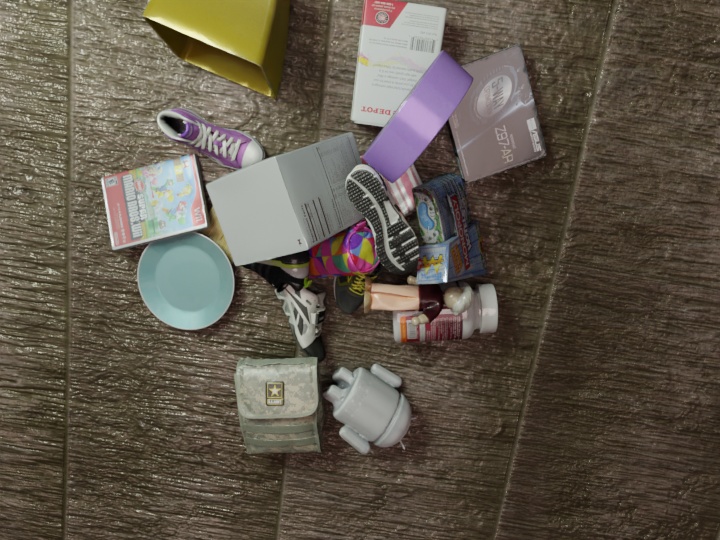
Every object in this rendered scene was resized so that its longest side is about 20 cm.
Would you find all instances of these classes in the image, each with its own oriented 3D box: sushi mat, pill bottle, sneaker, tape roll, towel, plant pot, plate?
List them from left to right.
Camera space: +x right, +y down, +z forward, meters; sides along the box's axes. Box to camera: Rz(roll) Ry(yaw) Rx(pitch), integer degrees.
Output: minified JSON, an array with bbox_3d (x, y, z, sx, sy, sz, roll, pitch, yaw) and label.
[{"bbox_3d":[-0.344,0.018,1.097,0.194,0.026,0.206,1,103,2],"label":"plate"},{"bbox_3d":[-0.275,-0.234,1.005,0.196,0.114,0.074,21,102,-4],"label":"sneaker"},{"bbox_3d":[-0.282,-0.058,1.096,0.095,0.012,0.202,35,102,-7],"label":"sushi mat"},{"bbox_3d":[-0.213,-0.434,0.923,0.196,0.200,0.180,21,92,-3],"label":"plant pot"},{"bbox_3d":[-0.170,0.001,1.033,0.197,0.071,0.085,7,108,41],"label":"sneaker"},{"bbox_3d":[-0.099,0.084,1.090,0.087,0.074,0.204,-22,102,9],"label":"sneaker"},{"bbox_3d":[0.000,0.000,1.049,0.073,0.085,0.204,14,113,-15],"label":"sneaker"},{"bbox_3d":[0.021,-0.146,1.056,0.197,0.030,0.148,-29,101,8],"label":"towel"},{"bbox_3d":[0.042,-0.087,0.903,0.072,0.080,0.203,-21,114,13],"label":"sneaker"},{"bbox_3d":[0.087,-0.237,0.859,0.065,0.200,0.201,36,102,-7],"label":"tape roll"},{"bbox_3d":[0.158,0.078,1.061,0.194,0.110,0.113,-3,103,3],"label":"pill bottle"}]

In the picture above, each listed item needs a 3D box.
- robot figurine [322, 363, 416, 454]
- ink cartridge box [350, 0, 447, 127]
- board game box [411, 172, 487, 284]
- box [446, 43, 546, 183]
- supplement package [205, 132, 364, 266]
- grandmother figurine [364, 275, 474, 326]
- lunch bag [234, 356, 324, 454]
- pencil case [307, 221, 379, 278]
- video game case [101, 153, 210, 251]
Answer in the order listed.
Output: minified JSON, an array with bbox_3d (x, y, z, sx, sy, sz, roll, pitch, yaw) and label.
[{"bbox_3d":[0.021,0.276,1.109,0.198,0.113,0.172,33,69,-6],"label":"robot figurine"},{"bbox_3d":[0.063,-0.357,0.977,0.142,0.083,0.206,8,103,-1],"label":"ink cartridge box"},{"bbox_3d":[0.155,-0.059,0.982,0.060,0.199,0.205,-5,105,31],"label":"board game box"},{"bbox_3d":[0.237,-0.282,1.008,0.156,0.044,0.205,-17,102,6],"label":"box"},{"bbox_3d":[-0.115,-0.123,0.943,0.188,0.199,0.150,-10,105,39],"label":"supplement package"},{"bbox_3d":[0.104,0.049,0.980,0.194,0.123,0.061,1,141,2],"label":"grandmother figurine"},{"bbox_3d":[-0.155,0.259,1.089,0.159,0.119,0.204,-2,122,2],"label":"lunch bag"},{"bbox_3d":[-0.043,-0.033,0.997,0.087,0.198,0.091,4,83,-36],"label":"pencil case"},{"bbox_3d":[-0.396,-0.131,1.061,0.195,0.017,0.147,-13,85,5],"label":"video game case"}]
